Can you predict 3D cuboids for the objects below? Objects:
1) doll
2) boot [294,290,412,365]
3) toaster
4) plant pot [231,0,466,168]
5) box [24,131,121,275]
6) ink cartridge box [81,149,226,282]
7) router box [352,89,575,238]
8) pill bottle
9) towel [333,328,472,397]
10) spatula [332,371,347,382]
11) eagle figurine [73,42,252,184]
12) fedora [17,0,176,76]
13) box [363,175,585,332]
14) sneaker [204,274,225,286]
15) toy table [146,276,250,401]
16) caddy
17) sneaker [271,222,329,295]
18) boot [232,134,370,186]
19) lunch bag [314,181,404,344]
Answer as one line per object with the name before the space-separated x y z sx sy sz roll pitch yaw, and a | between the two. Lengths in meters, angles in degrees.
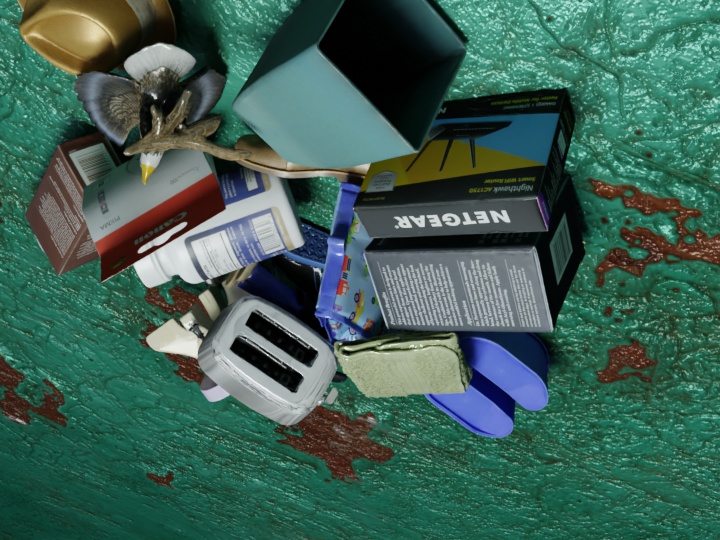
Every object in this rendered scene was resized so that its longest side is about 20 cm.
doll | -0.074 0.050 1.325 0.199 0.049 0.136 34 156 -19
boot | -0.001 0.093 1.424 0.197 0.073 0.182 8 157 29
toaster | -0.119 0.105 1.273 0.199 0.114 0.129 36 161 -7
plant pot | -0.028 -0.189 1.018 0.141 0.143 0.199 42 147 -26
box | -0.371 -0.085 1.355 0.101 0.074 0.200 59 141 6
ink cartridge box | -0.238 -0.084 1.161 0.161 0.200 0.057 -30 114 1
router box | 0.107 -0.107 1.040 0.197 0.151 0.051 -2 140 29
pill bottle | -0.174 -0.051 1.224 0.197 0.112 0.112 -19 137 1
towel | 0.054 0.114 1.208 0.146 0.037 0.200 -6 159 9
spatula | -0.074 0.145 1.455 0.056 0.021 0.199 -31 158 23
eagle figurine | -0.216 -0.168 1.087 0.151 0.200 0.152 -43 121 6
fedora | -0.299 -0.269 1.101 0.198 0.082 0.202 15 143 11
box | 0.128 -0.018 1.126 0.197 0.149 0.108 0 123 29
sneaker | -0.235 -0.073 1.345 0.114 0.076 0.202 14 135 21
toy table | -0.191 0.087 1.418 0.118 0.183 0.200 54 176 -9
caddy | 0.161 0.122 1.351 0.199 0.106 0.141 37 118 -20
sneaker | -0.026 0.007 1.334 0.198 0.071 0.078 29 150 -1
boot | -0.052 -0.146 1.159 0.197 0.074 0.076 7 124 13
lunch bag | 0.000 0.000 1.176 0.093 0.153 0.200 9 166 16
